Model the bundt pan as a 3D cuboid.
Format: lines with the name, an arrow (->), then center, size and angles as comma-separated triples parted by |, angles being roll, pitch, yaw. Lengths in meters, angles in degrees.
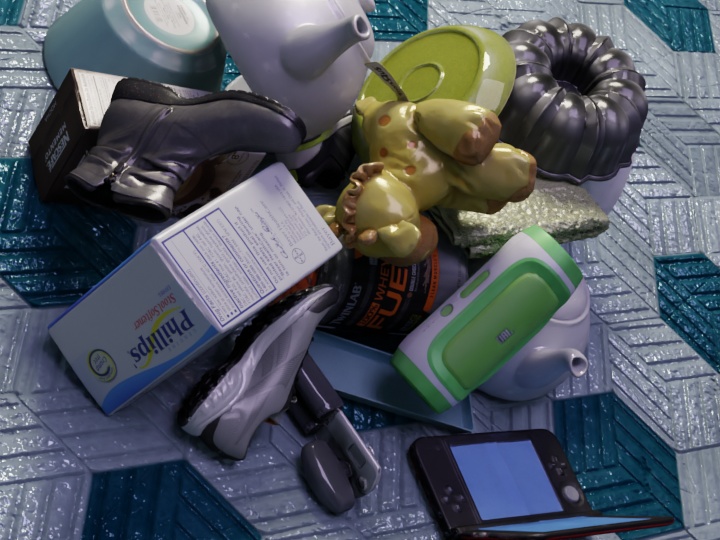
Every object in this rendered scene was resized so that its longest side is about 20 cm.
bundt pan -> 0.222, -0.194, 1.864 | 0.201, 0.076, 0.203 | 12, 49, -14

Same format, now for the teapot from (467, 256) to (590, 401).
teapot -> 0.173, 0.028, 1.850 | 0.200, 0.146, 0.197 | 43, 39, 5

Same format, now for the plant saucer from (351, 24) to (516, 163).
plant saucer -> 0.069, -0.190, 1.835 | 0.031, 0.199, 0.201 | 48, 28, -41

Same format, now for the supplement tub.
supplement tub -> 0.000, 0.000, 1.757 | 0.199, 0.123, 0.123 | 6, 50, -33

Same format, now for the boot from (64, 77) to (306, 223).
boot -> -0.156, -0.097, 1.569 | 0.199, 0.070, 0.132 | 7, 57, 19

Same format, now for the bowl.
bowl -> -0.219, -0.234, 1.817 | 0.200, 0.105, 0.202 | 21, 44, -22

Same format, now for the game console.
game console -> 0.176, 0.208, 1.705 | 0.199, 0.119, 0.173 | 1, 53, -38

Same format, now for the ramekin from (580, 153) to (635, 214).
ramekin -> 0.220, -0.141, 2.000 | 0.097, 0.201, 0.201 | 17, 45, -26

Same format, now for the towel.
towel -> 0.153, -0.078, 1.815 | 0.199, 0.037, 0.149 | -7, 46, -29

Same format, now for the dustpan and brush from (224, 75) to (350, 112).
dustpan and brush -> -0.086, -0.209, 1.922 | 0.139, 0.058, 0.200 | -4, 14, -3

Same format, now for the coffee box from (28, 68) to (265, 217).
coffee box -> -0.211, -0.120, 1.710 | 0.199, 0.113, 0.080 | 5, 51, -34

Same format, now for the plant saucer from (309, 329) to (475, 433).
plant saucer -> 0.026, 0.114, 1.754 | 0.199, 0.019, 0.070 | 18, 44, -23

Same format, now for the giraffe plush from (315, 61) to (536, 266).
giraffe plush -> 0.046, -0.076, 1.660 | 0.200, 0.172, 0.163 | 34, 69, -19

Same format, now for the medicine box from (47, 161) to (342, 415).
medicine box -> -0.148, 0.016, 1.566 | 0.103, 0.182, 0.200 | 54, 40, 0

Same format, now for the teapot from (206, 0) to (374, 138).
teapot -> -0.053, -0.239, 1.749 | 0.201, 0.146, 0.197 | 61, 5, 28

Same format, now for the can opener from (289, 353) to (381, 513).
can opener -> -0.048, 0.133, 1.649 | 0.066, 0.053, 0.200 | -12, 62, -43

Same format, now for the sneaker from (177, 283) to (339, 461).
sneaker -> -0.084, 0.091, 1.618 | 0.079, 0.074, 0.200 | 45, 68, -13

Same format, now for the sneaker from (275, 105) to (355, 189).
sneaker -> -0.040, -0.132, 1.911 | 0.200, 0.071, 0.083 | -26, 110, -57

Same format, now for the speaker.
speaker -> 0.125, 0.049, 1.726 | 0.088, 0.200, 0.088 | 47, -3, 3
